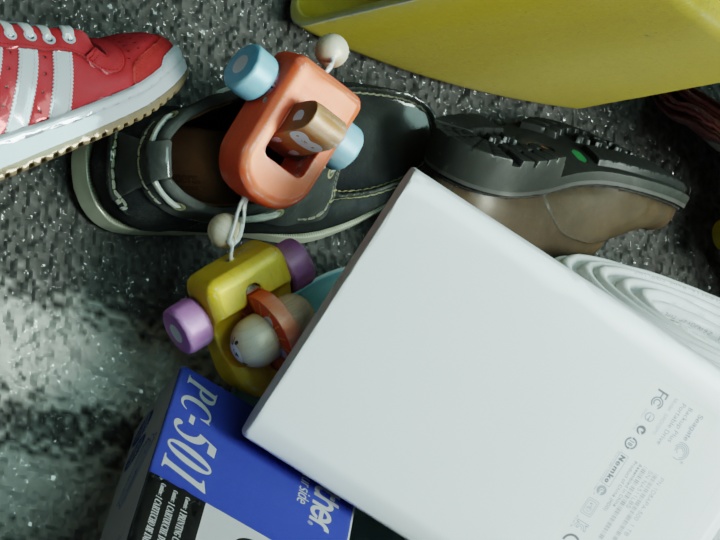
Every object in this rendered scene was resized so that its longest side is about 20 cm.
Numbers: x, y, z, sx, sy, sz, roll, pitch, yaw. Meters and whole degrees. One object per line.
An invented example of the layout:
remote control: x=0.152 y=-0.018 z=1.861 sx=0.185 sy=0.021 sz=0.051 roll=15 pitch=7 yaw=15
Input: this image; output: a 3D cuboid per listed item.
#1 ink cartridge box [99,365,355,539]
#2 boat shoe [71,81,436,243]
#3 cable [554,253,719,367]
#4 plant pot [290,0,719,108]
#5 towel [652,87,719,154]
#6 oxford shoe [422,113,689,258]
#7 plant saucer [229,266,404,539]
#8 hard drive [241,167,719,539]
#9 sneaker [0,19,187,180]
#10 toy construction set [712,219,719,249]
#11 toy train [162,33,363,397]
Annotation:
ink cartridge box: x=-0.058 y=0.123 z=1.131 sx=0.094 sy=0.044 sz=0.200 roll=31 pitch=25 yaw=-9
boat shoe: x=-0.032 y=-0.052 z=1.276 sx=0.200 sy=0.068 sz=0.072 roll=-8 pitch=83 yaw=-42
cable: x=0.162 y=0.058 z=1.303 sx=0.200 sy=0.200 sz=0.069 roll=2 pitch=115 yaw=-63
plant pot: x=0.110 y=-0.182 z=1.355 sx=0.176 sy=0.200 sz=0.201 roll=32 pitch=60 yaw=-43
towel: x=0.240 y=-0.018 z=1.456 sx=0.023 sy=0.144 sz=0.200 roll=-47 pitch=114 yaw=3
oxford shoe: x=0.088 y=-0.028 z=1.378 sx=0.200 sy=0.073 sz=0.085 roll=0 pitch=114 yaw=-49
plant saucer: x=0.010 y=0.098 z=1.300 sx=0.200 sy=0.027 sz=0.201 roll=11 pitch=72 yaw=-37
hard drive: x=0.069 y=0.066 z=1.185 sx=0.200 sy=0.025 sz=0.132 roll=33 pitch=94 yaw=-8
sneaker: x=-0.165 y=-0.093 z=1.173 sx=0.200 sy=0.071 sz=0.113 roll=-27 pitch=100 yaw=-38
toy construction set: x=0.239 y=0.072 z=1.460 sx=0.200 sy=0.092 sz=0.131 roll=41 pitch=56 yaw=-12
toy train: x=0.000 y=0.000 z=1.226 sx=0.200 sy=0.056 sz=0.150 roll=42 pitch=78 yaw=-32
